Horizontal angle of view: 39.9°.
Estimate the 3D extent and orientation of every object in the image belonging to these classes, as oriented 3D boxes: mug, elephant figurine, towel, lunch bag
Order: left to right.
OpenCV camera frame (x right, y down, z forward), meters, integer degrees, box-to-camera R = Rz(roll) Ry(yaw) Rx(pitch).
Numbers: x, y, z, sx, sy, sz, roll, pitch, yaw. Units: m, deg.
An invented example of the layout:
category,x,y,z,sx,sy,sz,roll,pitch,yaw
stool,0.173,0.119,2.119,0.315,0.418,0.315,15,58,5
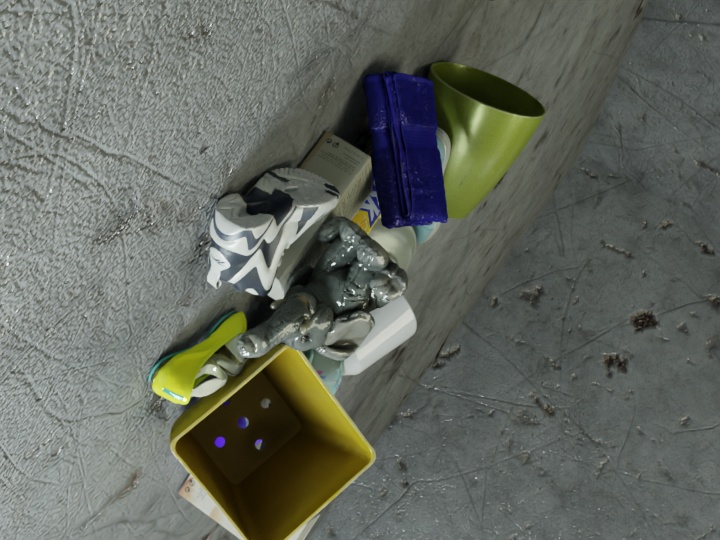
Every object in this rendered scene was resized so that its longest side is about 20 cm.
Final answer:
category,x,y,z,sx,sy,sz,roll,pitch,yaw
lunch bag,-0.088,0.157,1.580,0.161,0.077,0.201,-96,-154,-50
elephant figurine,-0.048,0.042,1.198,0.200,0.155,0.141,-48,-152,-2
mug,-0.004,0.115,1.765,0.153,0.149,0.187,-42,155,-26
towel,0.068,-0.159,1.309,0.147,0.049,0.202,-9,93,-54

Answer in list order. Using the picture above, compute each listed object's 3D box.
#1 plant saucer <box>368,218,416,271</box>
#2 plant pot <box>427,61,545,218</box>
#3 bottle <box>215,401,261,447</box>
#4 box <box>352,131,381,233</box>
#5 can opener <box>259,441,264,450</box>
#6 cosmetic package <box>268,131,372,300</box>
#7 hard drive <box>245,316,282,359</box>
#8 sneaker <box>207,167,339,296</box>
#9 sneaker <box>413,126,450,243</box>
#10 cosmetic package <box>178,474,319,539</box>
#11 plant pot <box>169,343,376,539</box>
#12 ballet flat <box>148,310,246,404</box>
category,x,y,z,sx,sy,sz,roll,pitch,yaw
plant saucer,0.000,0.000,1.481,0.199,0.050,0.201,-17,141,-14
plant pot,0.158,-0.188,1.523,0.187,0.186,0.201,-34,150,-60
bottle,-0.188,0.242,1.533,0.084,0.065,0.200,-57,167,3
box,-0.008,-0.096,1.372,0.201,0.070,0.064,-55,-160,-9
can opener,-0.137,0.246,1.667,0.067,0.052,0.201,54,33,-37
cosmetic package,-0.067,-0.064,1.260,0.200,0.073,0.104,-53,165,-17
hard drive,-0.067,0.060,1.405,0.199,0.033,0.139,-32,168,23
sneaker,-0.109,-0.037,1.158,0.199,0.079,0.130,-39,159,-53
sneaker,0.080,-0.114,1.469,0.082,0.074,0.201,-43,147,-42
cosmetic package,-0.176,0.372,1.578,0.088,0.199,0.103,-57,167,-1
plant pot,-0.134,0.221,1.321,0.200,0.201,0.176,-39,-164,-14
ballet flat,-0.185,0.114,1.249,0.200,0.067,0.067,-36,154,-58
